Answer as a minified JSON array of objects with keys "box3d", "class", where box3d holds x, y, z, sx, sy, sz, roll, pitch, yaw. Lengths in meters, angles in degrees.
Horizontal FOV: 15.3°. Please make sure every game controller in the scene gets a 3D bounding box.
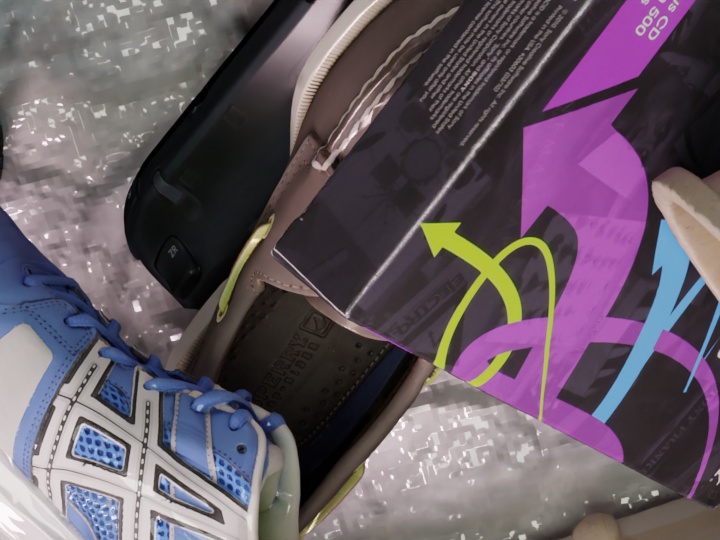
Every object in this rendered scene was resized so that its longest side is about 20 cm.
[{"box3d":[0.020,-0.046,0.743,0.104,0.042,0.200,29,125,-21],"class":"game controller"}]

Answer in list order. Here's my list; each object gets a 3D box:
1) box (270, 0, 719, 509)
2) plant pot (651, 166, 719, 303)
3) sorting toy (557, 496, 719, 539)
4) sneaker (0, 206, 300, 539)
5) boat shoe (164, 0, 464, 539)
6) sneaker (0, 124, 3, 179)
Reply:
[{"box3d":[0.083,-0.023,0.695,0.143,0.036,0.200,-53,144,7],"class":"box"},{"box3d":[0.199,0.001,0.616,0.183,0.200,0.201,-39,103,2],"class":"plant pot"},{"box3d":[0.102,0.159,0.812,0.199,0.107,0.180,-20,126,8],"class":"sorting toy"},{"box3d":[-0.061,0.046,0.701,0.077,0.076,0.200,-34,88,9],"class":"sneaker"},{"box3d":[0.000,0.000,0.715,0.072,0.060,0.200,22,127,-16],"class":"boat shoe"},{"box3d":[-0.173,0.031,0.785,0.085,0.077,0.201,22,99,2],"class":"sneaker"}]
